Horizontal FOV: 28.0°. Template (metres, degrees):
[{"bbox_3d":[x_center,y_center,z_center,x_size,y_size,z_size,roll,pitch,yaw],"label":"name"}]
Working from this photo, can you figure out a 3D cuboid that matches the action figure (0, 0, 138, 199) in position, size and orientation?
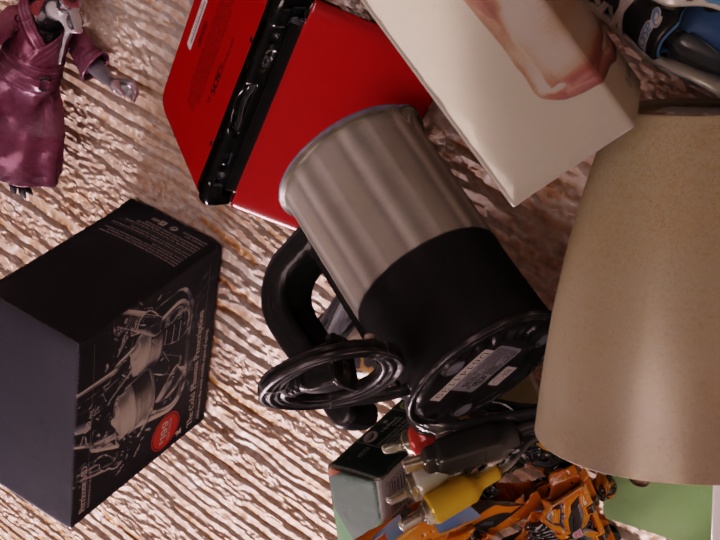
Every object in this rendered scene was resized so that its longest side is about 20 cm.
[{"bbox_3d":[-0.267,-0.166,1.190,0.201,0.133,0.149,-59,32,29],"label":"action figure"}]

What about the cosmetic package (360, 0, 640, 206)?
[{"bbox_3d":[0.067,-0.151,0.816,0.087,0.103,0.200,-33,103,22],"label":"cosmetic package"}]

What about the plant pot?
[{"bbox_3d":[0.198,0.001,0.869,0.186,0.187,0.202,7,105,35],"label":"plant pot"}]

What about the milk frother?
[{"bbox_3d":[0.000,0.000,0.934,0.180,0.200,0.189,-36,64,5],"label":"milk frother"}]

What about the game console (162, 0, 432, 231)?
[{"bbox_3d":[-0.049,-0.141,1.067,0.173,0.118,0.201,64,142,34],"label":"game console"}]

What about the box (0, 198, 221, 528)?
[{"bbox_3d":[-0.217,0.076,1.207,0.104,0.182,0.201,27,129,22],"label":"box"}]

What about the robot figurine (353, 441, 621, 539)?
[{"bbox_3d":[0.097,0.201,1.037,0.199,0.058,0.146,-26,118,1],"label":"robot figurine"}]

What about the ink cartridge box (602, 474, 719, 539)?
[{"bbox_3d":[0.250,0.153,0.988,0.199,0.048,0.146,12,122,29],"label":"ink cartridge box"}]

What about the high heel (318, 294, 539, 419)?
[{"bbox_3d":[0.052,0.085,1.097,0.200,0.071,0.143,41,144,8],"label":"high heel"}]

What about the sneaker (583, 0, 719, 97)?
[{"bbox_3d":[0.165,-0.166,0.851,0.199,0.072,0.072,35,133,18],"label":"sneaker"}]

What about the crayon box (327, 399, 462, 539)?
[{"bbox_3d":[0.039,0.208,1.125,0.051,0.127,0.201,11,120,33],"label":"crayon box"}]

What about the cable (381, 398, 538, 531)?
[{"bbox_3d":[0.109,0.113,0.997,0.199,0.098,0.050,-13,140,0],"label":"cable"}]
